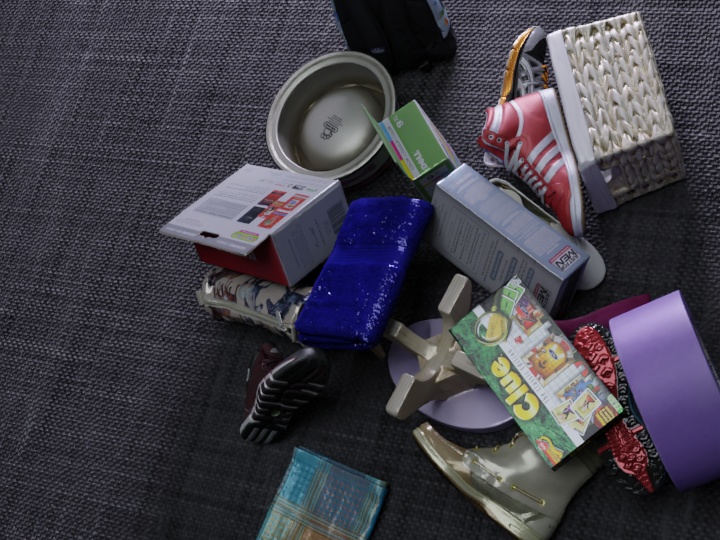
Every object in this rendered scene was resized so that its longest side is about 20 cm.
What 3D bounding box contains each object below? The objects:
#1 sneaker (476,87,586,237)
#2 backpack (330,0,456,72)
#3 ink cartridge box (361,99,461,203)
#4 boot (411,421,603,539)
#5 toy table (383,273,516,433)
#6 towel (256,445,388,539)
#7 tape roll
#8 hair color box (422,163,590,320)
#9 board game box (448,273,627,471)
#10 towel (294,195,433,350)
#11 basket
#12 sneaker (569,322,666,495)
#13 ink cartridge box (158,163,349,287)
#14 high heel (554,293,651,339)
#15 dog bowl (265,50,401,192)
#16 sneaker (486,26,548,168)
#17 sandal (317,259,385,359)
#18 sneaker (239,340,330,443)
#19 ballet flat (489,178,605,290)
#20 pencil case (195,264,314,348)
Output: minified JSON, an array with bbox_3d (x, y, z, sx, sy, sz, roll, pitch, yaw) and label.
[{"bbox_3d":[0.208,-0.123,1.643,0.111,0.071,0.202,-12,65,1],"label":"sneaker"},{"bbox_3d":[0.029,-0.377,1.823,0.161,0.200,0.156,-10,62,22],"label":"backpack"},{"bbox_3d":[0.082,-0.143,1.691,0.059,0.200,0.105,-32,58,9],"label":"ink cartridge box"},{"bbox_3d":[0.173,0.205,1.553,0.199,0.072,0.155,39,86,14],"label":"boot"},{"bbox_3d":[0.103,0.108,1.619,0.198,0.117,0.186,10,72,30],"label":"toy table"},{"bbox_3d":[-0.060,0.330,1.654,0.145,0.022,0.202,17,76,31],"label":"towel"},{"bbox_3d":[0.345,0.129,1.443,0.084,0.200,0.202,-23,60,13],"label":"tape roll"},{"bbox_3d":[0.173,-0.028,1.627,0.199,0.100,0.060,39,53,22],"label":"hair color box"},{"bbox_3d":[0.195,0.112,1.495,0.105,0.023,0.201,-41,66,8],"label":"board game box"},{"bbox_3d":[0.000,0.000,1.639,0.147,0.049,0.202,-5,56,51],"label":"towel"},{"bbox_3d":[0.316,-0.196,1.646,0.122,0.136,0.202,-15,62,14],"label":"basket"},{"bbox_3d":[0.286,0.158,1.516,0.078,0.095,0.202,-22,75,17],"label":"sneaker"},{"bbox_3d":[-0.136,-0.051,1.755,0.175,0.085,0.199,-39,33,-29],"label":"ink cartridge box"},{"bbox_3d":[0.243,0.052,1.571,0.197,0.067,0.097,16,79,-10],"label":"high heel"},{"bbox_3d":[-0.028,-0.197,1.845,0.197,0.074,0.203,-10,65,21],"label":"dog bowl"},{"bbox_3d":[0.219,-0.221,1.744,0.076,0.078,0.203,11,76,15],"label":"sneaker"},{"bbox_3d":[-0.003,0.015,1.736,0.069,0.078,0.212,-40,51,7],"label":"sandal"},{"bbox_3d":[-0.104,0.124,1.697,0.200,0.075,0.117,-50,36,42],"label":"sneaker"},{"bbox_3d":[0.219,-0.048,1.664,0.069,0.069,0.200,-46,57,0],"label":"ballet flat"},{"bbox_3d":[-0.124,0.045,1.761,0.198,0.089,0.079,14,106,40],"label":"pencil case"}]
